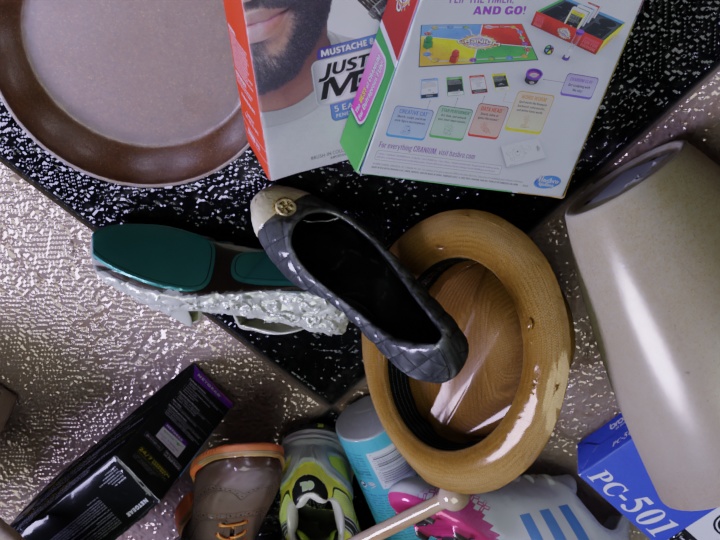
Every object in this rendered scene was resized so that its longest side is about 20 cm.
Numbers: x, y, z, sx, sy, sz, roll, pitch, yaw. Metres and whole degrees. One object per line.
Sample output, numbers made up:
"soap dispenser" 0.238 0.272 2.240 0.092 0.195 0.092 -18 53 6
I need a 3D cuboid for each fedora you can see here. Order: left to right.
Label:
"fedora" 0.088 0.054 1.190 0.200 0.082 0.201 5 98 45

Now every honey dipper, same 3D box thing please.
"honey dipper" -0.001 0.198 1.252 0.200 0.038 0.038 -31 114 26

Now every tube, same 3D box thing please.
"tube" 0.039 0.186 1.329 0.077 0.050 0.200 -10 125 21

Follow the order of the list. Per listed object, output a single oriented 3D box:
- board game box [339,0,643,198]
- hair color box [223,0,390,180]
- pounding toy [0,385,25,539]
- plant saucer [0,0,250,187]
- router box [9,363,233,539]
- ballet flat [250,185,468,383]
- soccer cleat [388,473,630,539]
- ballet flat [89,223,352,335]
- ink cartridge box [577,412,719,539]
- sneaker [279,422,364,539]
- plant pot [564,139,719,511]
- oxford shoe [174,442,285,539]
"board game box" 0.089 -0.146 1.061 0.153 0.040 0.200 6 121 -25
"hair color box" -0.027 -0.167 1.074 0.111 0.064 0.200 -16 122 -12
"pounding toy" -0.334 0.166 1.286 0.142 0.184 0.200 35 121 -15
"plant saucer" -0.150 -0.150 1.144 0.200 0.035 0.200 4 124 6
"router box" -0.199 0.169 1.287 0.200 0.149 0.051 -39 97 28
"ballet flat" 0.000 0.000 1.158 0.200 0.066 0.057 40 160 25
"soccer cleat" 0.115 0.183 1.296 0.200 0.086 0.070 26 160 -16
"ballet flat" -0.098 0.015 1.222 0.200 0.072 0.072 8 124 5
"ink cartridge box" 0.264 0.177 1.288 0.200 0.044 0.094 42 117 -18
"sneaker" -0.034 0.216 1.339 0.075 0.076 0.200 -6 123 10
"plant pot" 0.225 0.022 1.130 0.187 0.187 0.200 -30 98 25
"oxford shoe" -0.094 0.186 1.288 0.071 0.073 0.200 0 152 -14
